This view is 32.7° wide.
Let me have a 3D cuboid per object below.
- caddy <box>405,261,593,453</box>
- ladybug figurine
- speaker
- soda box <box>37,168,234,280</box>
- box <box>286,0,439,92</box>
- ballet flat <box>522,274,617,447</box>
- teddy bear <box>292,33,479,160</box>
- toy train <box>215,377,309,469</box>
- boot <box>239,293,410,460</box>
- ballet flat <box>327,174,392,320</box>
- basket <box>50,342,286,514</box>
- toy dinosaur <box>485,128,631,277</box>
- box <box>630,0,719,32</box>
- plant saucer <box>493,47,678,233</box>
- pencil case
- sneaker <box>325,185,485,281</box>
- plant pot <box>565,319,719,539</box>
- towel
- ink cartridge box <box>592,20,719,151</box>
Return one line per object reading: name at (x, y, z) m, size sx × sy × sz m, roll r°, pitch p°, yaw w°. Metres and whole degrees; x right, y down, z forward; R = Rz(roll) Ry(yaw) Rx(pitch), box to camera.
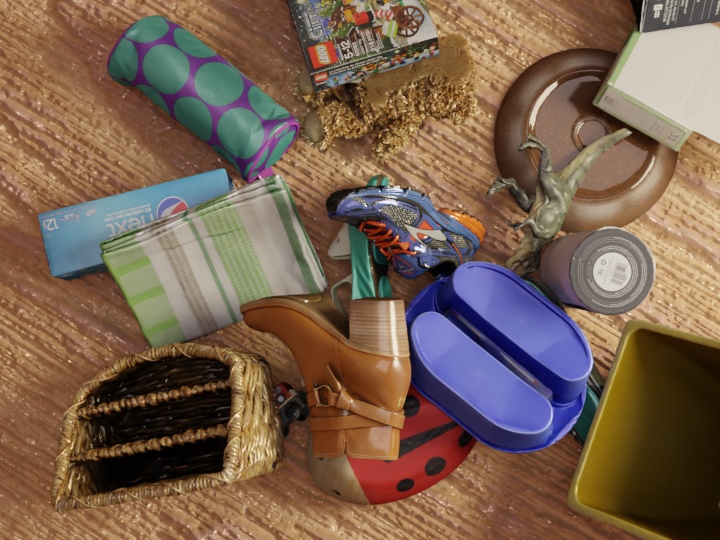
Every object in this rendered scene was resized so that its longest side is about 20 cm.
caddy at (0.131, 0.084, 1.195) m, size 0.200 × 0.105 × 0.142 m, roll 39°, pitch 75°, yaw 9°
ladybug figurine at (0.040, 0.167, 1.244) m, size 0.199 × 0.072 × 0.136 m, roll -27°, pitch 100°, yaw -3°
speaker at (0.227, 0.000, 1.205) m, size 0.080 × 0.200 × 0.082 m, roll 0°, pitch 90°, yaw 0°
soda box at (-0.226, -0.047, 1.279) m, size 0.198 × 0.064 × 0.068 m, roll -14°, pitch 85°, yaw -1°
box at (-0.011, -0.295, 1.284) m, size 0.136 × 0.038 × 0.201 m, roll -17°, pitch 67°, yaw -2°
ballet flat at (0.205, 0.095, 1.264) m, size 0.074 × 0.074 × 0.201 m, roll -27°, pitch 85°, yaw -2°
teddy bear at (0.026, -0.187, 1.295) m, size 0.199 × 0.067 × 0.146 m, roll -26°, pitch 67°, yaw -1°
toy train at (-0.079, 0.140, 1.257) m, size 0.200 × 0.034 × 0.046 m, roll -42°, pitch 69°, yaw 12°
boot at (-0.041, 0.102, 1.191) m, size 0.199 × 0.073 × 0.156 m, roll 2°, pitch 93°, yaw 39°
ballet flat at (0.000, 0.000, 1.276) m, size 0.070 × 0.067 × 0.202 m, roll -5°, pitch 82°, yaw 17°
basket at (-0.192, 0.145, 1.196) m, size 0.199 × 0.149 × 0.144 m, roll -11°, pitch 85°, yaw 18°
toy dinosaur at (0.186, -0.085, 1.257) m, size 0.088 × 0.047 × 0.201 m, roll 35°, pitch 81°, yaw 3°
box at (0.369, -0.342, 1.256) m, size 0.198 × 0.105 × 0.149 m, roll -7°, pitch 56°, yaw 0°
plant saucer at (0.242, -0.141, 1.299) m, size 0.199 × 0.037 × 0.202 m, roll 0°, pitch 86°, yaw 0°
pencil case at (-0.163, -0.179, 1.281) m, size 0.200 × 0.093 × 0.085 m, roll 38°, pitch 51°, yaw 6°
sneaker at (0.048, -0.034, 1.225) m, size 0.199 × 0.075 × 0.079 m, roll 18°, pitch 75°, yaw -36°
plant pot at (0.355, 0.183, 1.181) m, size 0.199 × 0.195 × 0.196 m, roll 25°, pitch 83°, yaw -40°
towel at (-0.146, -0.001, 1.250) m, size 0.199 × 0.031 × 0.150 m, roll -21°, pitch 123°, yaw 1°
ink cartridge box at (0.358, -0.184, 1.269) m, size 0.199 × 0.048 × 0.146 m, roll 31°, pitch 61°, yaw 3°
